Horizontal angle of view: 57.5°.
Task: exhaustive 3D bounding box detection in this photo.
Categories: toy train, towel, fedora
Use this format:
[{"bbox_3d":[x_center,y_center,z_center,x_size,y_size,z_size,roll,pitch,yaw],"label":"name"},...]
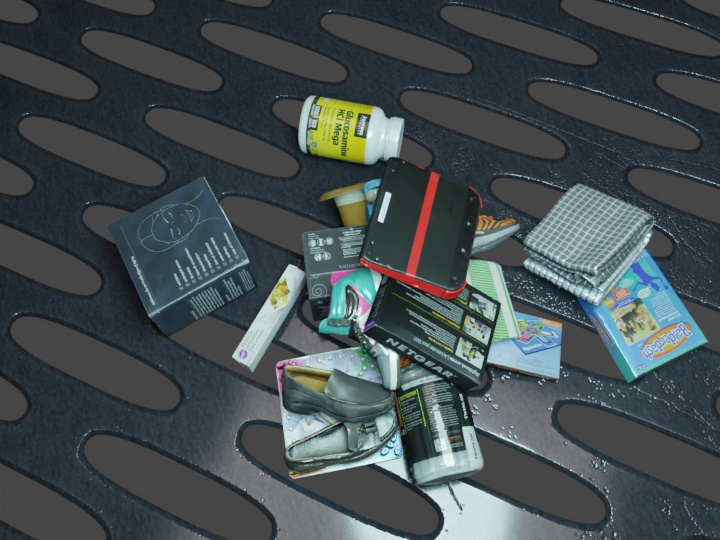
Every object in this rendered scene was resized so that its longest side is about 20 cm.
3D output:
[{"bbox_3d":[0.101,-0.101,1.107,0.195,0.085,0.118,-9,76,-8],"label":"toy train"},{"bbox_3d":[0.172,0.055,1.115,0.196,0.023,0.156,-3,69,-25],"label":"towel"},{"bbox_3d":[0.021,-0.125,1.220,0.196,0.201,0.084,-13,97,-3],"label":"fedora"},{"bbox_3d":[0.405,-0.057,1.175,0.164,0.086,0.199,32,63,34],"label":"towel"}]

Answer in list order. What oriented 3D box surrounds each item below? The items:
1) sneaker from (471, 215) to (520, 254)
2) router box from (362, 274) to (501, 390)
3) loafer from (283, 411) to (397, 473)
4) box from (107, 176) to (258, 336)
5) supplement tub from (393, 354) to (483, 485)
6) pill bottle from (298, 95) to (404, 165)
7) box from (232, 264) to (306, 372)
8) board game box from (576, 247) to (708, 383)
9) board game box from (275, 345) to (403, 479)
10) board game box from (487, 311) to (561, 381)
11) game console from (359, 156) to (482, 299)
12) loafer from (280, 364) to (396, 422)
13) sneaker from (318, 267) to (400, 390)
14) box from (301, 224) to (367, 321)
[{"bbox_3d":[0.206,-0.094,1.195,0.197,0.077,0.114,-16,73,-40],"label":"sneaker"},{"bbox_3d":[0.117,0.074,1.034,0.197,0.051,0.151,30,60,-12],"label":"router box"},{"bbox_3d":[-0.031,0.277,1.063,0.196,0.063,0.073,-20,66,-6],"label":"loafer"},{"bbox_3d":[-0.319,-0.026,1.197,0.194,0.124,0.202,-28,69,-11],"label":"box"},{"bbox_3d":[0.121,0.236,1.072,0.120,0.123,0.204,-11,68,-3],"label":"supplement tub"},{"bbox_3d":[-0.016,-0.273,1.296,0.195,0.113,0.115,11,67,7],"label":"pill bottle"},{"bbox_3d":[-0.162,0.084,1.190,0.038,0.042,0.202,25,71,13],"label":"box"},{"bbox_3d":[0.491,0.075,1.168,0.149,0.045,0.203,-22,67,-7],"label":"board game box"},{"bbox_3d":[-0.040,0.235,1.130,0.195,0.026,0.204,-10,67,-2],"label":"board game box"},{"bbox_3d":[0.256,0.121,1.149,0.195,0.019,0.105,14,68,-6],"label":"board game box"},{"bbox_3d":[0.100,-0.068,1.036,0.173,0.031,0.204,19,64,-6],"label":"game console"},{"bbox_3d":[-0.040,0.195,1.067,0.195,0.074,0.073,0,31,12],"label":"loafer"},{"bbox_3d":[-0.007,0.099,1.052,0.118,0.084,0.205,-11,77,-7],"label":"sneaker"},{"bbox_3d":[0.000,0.000,1.180,0.195,0.115,0.135,-7,65,-4],"label":"box"}]
